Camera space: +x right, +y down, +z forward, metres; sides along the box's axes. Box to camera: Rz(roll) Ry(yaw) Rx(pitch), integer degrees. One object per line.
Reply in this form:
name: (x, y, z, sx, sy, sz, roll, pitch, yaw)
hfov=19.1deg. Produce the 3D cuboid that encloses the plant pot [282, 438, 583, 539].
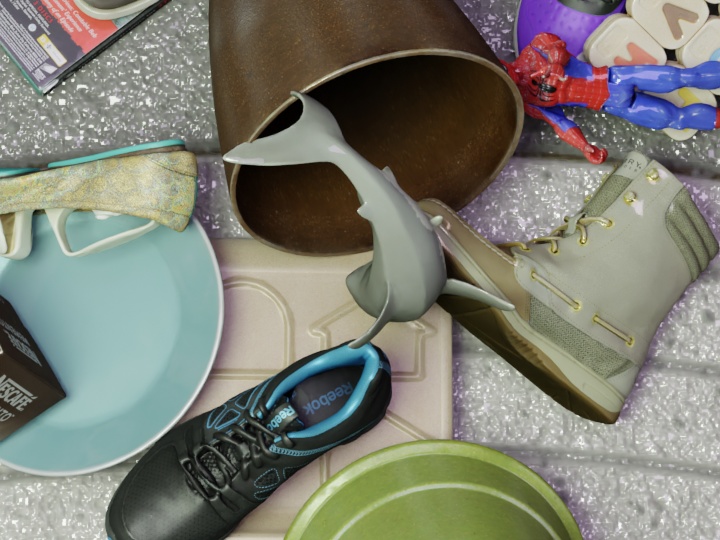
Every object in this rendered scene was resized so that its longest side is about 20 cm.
plant pot: (0.056, 0.217, 1.221, 0.200, 0.190, 0.200, -1, 100, -7)

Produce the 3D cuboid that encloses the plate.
plate: (-0.177, 0.032, 1.339, 0.200, 0.026, 0.200, -4, 74, 16)

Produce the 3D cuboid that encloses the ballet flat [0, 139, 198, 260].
ballet flat: (-0.195, -0.039, 1.319, 0.200, 0.071, 0.071, -5, 78, 14)

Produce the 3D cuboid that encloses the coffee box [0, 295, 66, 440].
coffee box: (-0.293, 0.087, 1.275, 0.200, 0.114, 0.080, -34, 69, 1)

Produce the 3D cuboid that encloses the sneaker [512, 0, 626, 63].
sneaker: (0.154, -0.214, 1.393, 0.070, 0.100, 0.200, 21, 77, 3)

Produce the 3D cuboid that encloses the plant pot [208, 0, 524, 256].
plant pot: (-0.020, -0.143, 1.338, 0.187, 0.187, 0.200, -18, 56, -7)

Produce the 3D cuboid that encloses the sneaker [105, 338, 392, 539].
sneaker: (-0.069, 0.101, 1.276, 0.200, 0.082, 0.073, -36, 79, -12)

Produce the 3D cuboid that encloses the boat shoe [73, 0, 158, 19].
boat shoe: (-0.112, -0.244, 1.384, 0.200, 0.060, 0.072, -43, 84, -12)

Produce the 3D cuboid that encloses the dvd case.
dvd case: (-0.177, -0.229, 1.418, 0.200, 0.022, 0.146, -39, 83, -10)

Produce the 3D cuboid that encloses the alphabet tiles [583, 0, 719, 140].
alphabet tiles: (0.241, -0.183, 1.377, 0.196, 0.015, 0.200, 40, 98, -23)

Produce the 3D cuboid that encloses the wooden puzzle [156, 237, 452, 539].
wooden puzzle: (-0.035, 0.078, 1.352, 0.185, 0.046, 0.200, 1, 73, -4)

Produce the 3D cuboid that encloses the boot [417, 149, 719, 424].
boot: (0.127, -0.018, 1.343, 0.200, 0.072, 0.155, 41, 75, -23)

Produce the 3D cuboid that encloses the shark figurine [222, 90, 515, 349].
shark figurine: (0.006, -0.004, 1.224, 0.128, 0.214, 0.090, 27, 70, 29)

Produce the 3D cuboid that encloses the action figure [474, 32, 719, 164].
action figure: (0.170, -0.102, 1.333, 0.200, 0.099, 0.065, 9, 119, 0)
